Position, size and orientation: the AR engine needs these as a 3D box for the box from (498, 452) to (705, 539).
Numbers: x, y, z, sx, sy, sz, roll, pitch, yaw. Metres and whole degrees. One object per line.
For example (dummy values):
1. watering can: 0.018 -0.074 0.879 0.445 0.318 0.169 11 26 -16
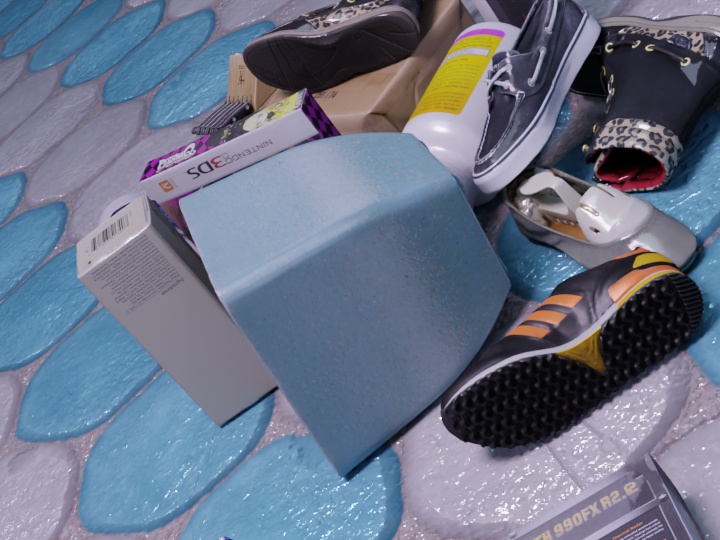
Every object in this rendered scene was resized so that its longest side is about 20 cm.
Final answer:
1. box: 0.115 0.216 0.756 0.200 0.048 0.158 -33 29 10

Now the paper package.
1. paper package: 0.018 -0.182 1.366 0.200 0.104 0.191 4 51 49

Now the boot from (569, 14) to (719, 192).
1. boot: 0.219 -0.142 1.121 0.203 0.073 0.154 4 53 52

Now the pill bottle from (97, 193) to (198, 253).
1. pill bottle: -0.220 -0.012 1.382 0.111 0.111 0.200 -39 29 -1

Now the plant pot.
1. plant pot: 0.000 0.000 1.052 0.200 0.197 0.196 -32 29 -1

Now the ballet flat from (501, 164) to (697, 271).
1. ballet flat: 0.178 -0.042 1.033 0.067 0.064 0.200 -45 30 -12

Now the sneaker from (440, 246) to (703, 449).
1. sneaker: 0.144 0.053 0.941 0.200 0.070 0.090 -32 24 5

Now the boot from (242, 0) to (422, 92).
1. boot: -0.014 -0.263 1.334 0.200 0.073 0.151 -11 41 34

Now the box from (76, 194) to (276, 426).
1. box: -0.156 0.037 1.151 0.082 0.200 0.068 -34 29 5

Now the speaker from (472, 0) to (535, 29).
1. speaker: 0.146 -0.268 1.247 0.081 0.200 0.081 -25 37 21

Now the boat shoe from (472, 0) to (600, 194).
1. boat shoe: 0.136 -0.157 1.114 0.200 0.068 0.072 -59 20 -20

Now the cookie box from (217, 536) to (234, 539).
1. cookie box: -0.101 0.289 0.780 0.200 0.075 0.171 -40 70 -3

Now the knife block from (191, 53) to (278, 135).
1. knife block: -0.100 -0.161 1.527 0.200 0.176 0.064 -2 9 -36

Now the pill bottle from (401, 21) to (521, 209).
1. pill bottle: 0.099 -0.129 1.201 0.104 0.104 0.200 -8 40 42

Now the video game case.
1. video game case: -0.067 -0.048 1.173 0.181 0.200 0.036 -20 34 28
